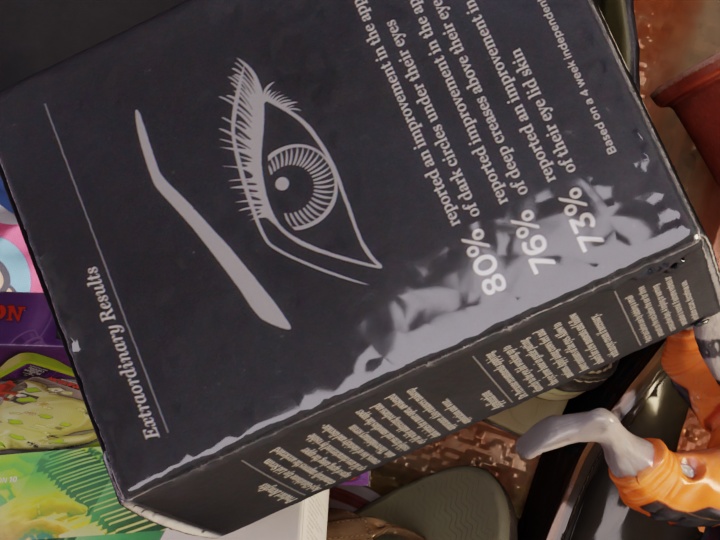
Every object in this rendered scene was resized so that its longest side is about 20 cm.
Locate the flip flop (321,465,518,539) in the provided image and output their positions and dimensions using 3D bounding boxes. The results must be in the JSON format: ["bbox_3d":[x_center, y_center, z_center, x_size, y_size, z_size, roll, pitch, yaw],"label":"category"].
[{"bbox_3d":[-0.033,0.129,0.848,0.200,0.058,0.081,-18,49,0],"label":"flip flop"}]

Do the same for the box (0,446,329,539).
[{"bbox_3d":[-0.089,0.156,0.790,0.144,0.036,0.200,-6,54,12],"label":"box"}]

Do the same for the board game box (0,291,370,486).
[{"bbox_3d":[-0.094,0.047,0.823,0.200,0.120,0.032,2,57,-1],"label":"board game box"}]

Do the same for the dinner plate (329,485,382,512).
[{"bbox_3d":[-0.049,0.175,0.887,0.200,0.024,0.200,-15,50,19],"label":"dinner plate"}]

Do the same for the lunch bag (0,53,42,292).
[{"bbox_3d":[-0.132,0.010,0.931,0.176,0.082,0.200,-43,81,-2],"label":"lunch bag"}]

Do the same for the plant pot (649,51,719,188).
[{"bbox_3d":[0.243,-0.022,0.822,0.201,0.201,0.195,-25,88,6],"label":"plant pot"}]

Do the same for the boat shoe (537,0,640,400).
[{"bbox_3d":[0.078,-0.051,0.833,0.065,0.073,0.200,-14,81,49],"label":"boat shoe"}]

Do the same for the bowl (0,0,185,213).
[{"bbox_3d":[-0.094,-0.097,0.908,0.201,0.039,0.201,7,62,-14],"label":"bowl"}]

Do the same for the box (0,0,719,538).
[{"bbox_3d":[-0.002,-0.020,0.706,0.200,0.104,0.148,-24,72,7],"label":"box"}]

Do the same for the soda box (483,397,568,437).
[{"bbox_3d":[0.000,0.000,0.855,0.200,0.064,0.068,27,87,-32],"label":"soda box"}]

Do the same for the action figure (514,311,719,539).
[{"bbox_3d":[0.147,0.096,0.767,0.193,0.200,0.105,42,124,-15],"label":"action figure"}]

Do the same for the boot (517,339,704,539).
[{"bbox_3d":[0.119,0.102,0.892,0.097,0.075,0.200,34,89,-7],"label":"boot"}]
